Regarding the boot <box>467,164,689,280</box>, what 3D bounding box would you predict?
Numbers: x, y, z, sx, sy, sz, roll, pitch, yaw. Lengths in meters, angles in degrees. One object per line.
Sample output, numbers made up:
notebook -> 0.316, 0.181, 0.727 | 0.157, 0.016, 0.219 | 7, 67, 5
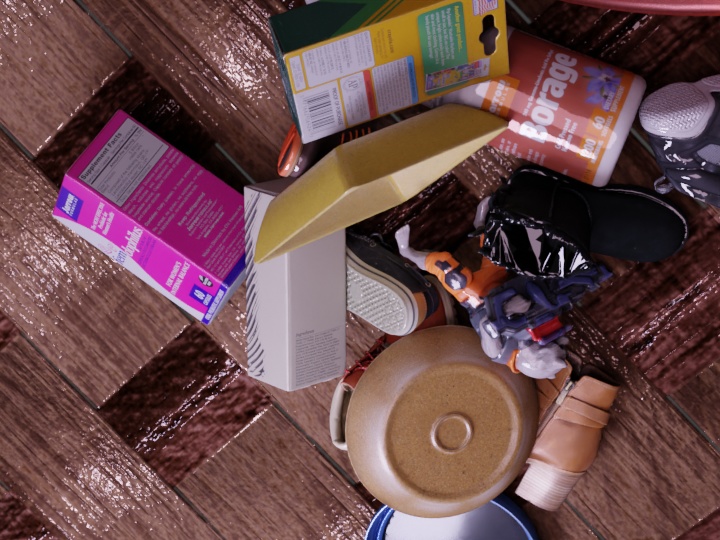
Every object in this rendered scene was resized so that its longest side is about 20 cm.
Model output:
boot -> 0.209, -0.036, 1.673 | 0.198, 0.162, 0.073 | 18, 113, 6

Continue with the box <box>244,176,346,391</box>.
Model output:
box -> -0.064, 0.011, 1.745 | 0.068, 0.082, 0.200 | 17, 112, 45

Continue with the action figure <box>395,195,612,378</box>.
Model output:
action figure -> 0.147, 0.023, 1.730 | 0.194, 0.200, 0.105 | 57, 133, 21

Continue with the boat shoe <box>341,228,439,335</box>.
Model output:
boat shoe -> 0.000, 0.000, 1.777 | 0.200, 0.062, 0.075 | 34, 127, 36

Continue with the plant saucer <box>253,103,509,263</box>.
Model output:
plant saucer -> 0.009, -0.088, 1.632 | 0.200, 0.200, 0.048 | -34, 82, 54

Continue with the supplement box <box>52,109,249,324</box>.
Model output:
supplement box -> -0.198, -0.054, 1.792 | 0.200, 0.103, 0.101 | 36, 151, 1

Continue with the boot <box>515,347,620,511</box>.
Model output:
boot -> 0.154, 0.138, 1.810 | 0.200, 0.077, 0.155 | 29, 109, 14

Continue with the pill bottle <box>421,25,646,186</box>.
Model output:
pill bottle -> 0.157, -0.163, 1.664 | 0.200, 0.112, 0.112 | 21, 115, 6

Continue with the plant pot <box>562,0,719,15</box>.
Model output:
plant pot -> 0.253, -0.329, 1.539 | 0.176, 0.200, 0.200 | -5, 110, 31

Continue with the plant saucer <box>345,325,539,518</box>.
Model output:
plant saucer -> 0.086, 0.155, 1.737 | 0.200, 0.035, 0.200 | -3, 104, -13

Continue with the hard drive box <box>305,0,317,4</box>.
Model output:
hard drive box -> 0.041, -0.296, 1.622 | 0.200, 0.077, 0.156 | -34, 63, 24

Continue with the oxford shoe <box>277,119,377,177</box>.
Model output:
oxford shoe -> -0.021, -0.139, 1.674 | 0.073, 0.200, 0.071 | 30, 128, 0

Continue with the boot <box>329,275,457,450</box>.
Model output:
boot -> 0.031, 0.096, 1.778 | 0.075, 0.107, 0.200 | 13, 86, 44

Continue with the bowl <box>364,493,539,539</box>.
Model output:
bowl -> 0.102, 0.314, 1.910 | 0.200, 0.039, 0.201 | 5, 112, 13

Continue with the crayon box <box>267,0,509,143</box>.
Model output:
crayon box -> 0.028, -0.197, 1.556 | 0.200, 0.052, 0.126 | -19, 147, -5

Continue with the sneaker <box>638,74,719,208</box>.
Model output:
sneaker -> 0.364, -0.124, 1.650 | 0.200, 0.076, 0.114 | -8, 124, 7
